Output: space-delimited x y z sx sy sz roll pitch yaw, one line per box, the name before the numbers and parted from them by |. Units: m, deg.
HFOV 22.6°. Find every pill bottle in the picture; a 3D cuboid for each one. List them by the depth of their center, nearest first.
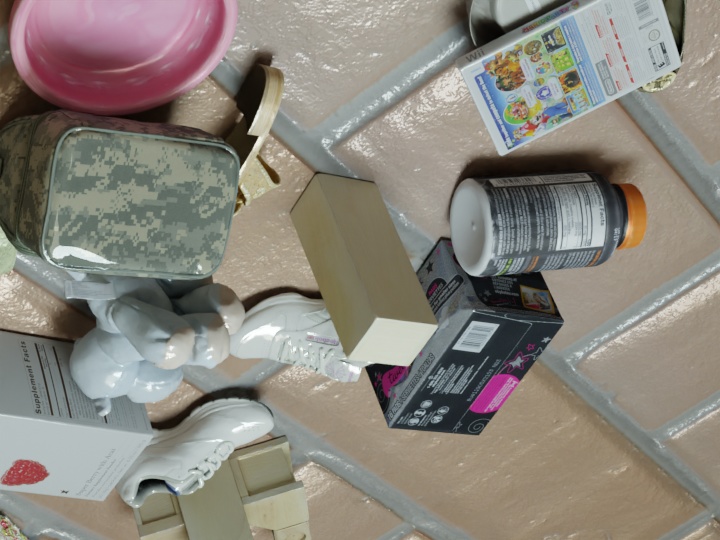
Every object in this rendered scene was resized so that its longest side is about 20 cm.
pill bottle | 0.205 -0.052 1.920 0.200 0.106 0.106 -4 138 -22

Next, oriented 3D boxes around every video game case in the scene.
video game case | 0.202 -0.199 1.724 0.200 0.018 0.143 -27 142 4

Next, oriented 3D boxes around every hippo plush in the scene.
hippo plush | -0.226 0.080 1.810 0.200 0.159 0.161 4 128 -31

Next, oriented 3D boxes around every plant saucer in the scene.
plant saucer | -0.208 -0.223 1.562 0.200 0.051 0.201 -14 142 -11

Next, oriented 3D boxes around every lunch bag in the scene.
lunch bag | -0.228 -0.076 1.631 0.200 0.168 0.140 3 104 -34

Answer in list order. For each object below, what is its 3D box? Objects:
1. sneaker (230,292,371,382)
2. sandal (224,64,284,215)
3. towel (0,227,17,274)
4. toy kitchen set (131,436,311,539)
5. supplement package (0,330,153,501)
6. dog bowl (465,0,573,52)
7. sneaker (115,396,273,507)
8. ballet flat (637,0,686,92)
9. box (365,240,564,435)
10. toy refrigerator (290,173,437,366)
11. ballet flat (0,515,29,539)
sneaker | -0.048 0.075 1.951 0.200 0.100 0.075 -7 141 -17
sandal | -0.103 -0.101 1.735 0.070 0.078 0.212 11 126 -27
towel | -0.411 -0.042 1.686 0.200 0.037 0.149 -3 137 -23
toy kitchen set | -0.155 0.335 2.152 0.200 0.163 0.181 -15 141 -9
supplement package | -0.340 0.152 1.880 0.200 0.120 0.121 12 131 -36
dog bowl | 0.186 -0.277 1.686 0.200 0.059 0.200 -13 140 -11
sneaker | -0.189 0.210 2.038 0.200 0.087 0.075 -22 141 -2
ballet flat | 0.300 -0.245 1.788 0.067 0.046 0.200 -13 141 -11
box | 0.110 0.076 2.019 0.132 0.115 0.200 8 131 -31
toy refrigerator | 0.000 0.000 1.804 0.076 0.200 0.070 7 133 -34
ballet flat | -0.409 0.350 2.125 0.076 0.064 0.200 -28 142 5
